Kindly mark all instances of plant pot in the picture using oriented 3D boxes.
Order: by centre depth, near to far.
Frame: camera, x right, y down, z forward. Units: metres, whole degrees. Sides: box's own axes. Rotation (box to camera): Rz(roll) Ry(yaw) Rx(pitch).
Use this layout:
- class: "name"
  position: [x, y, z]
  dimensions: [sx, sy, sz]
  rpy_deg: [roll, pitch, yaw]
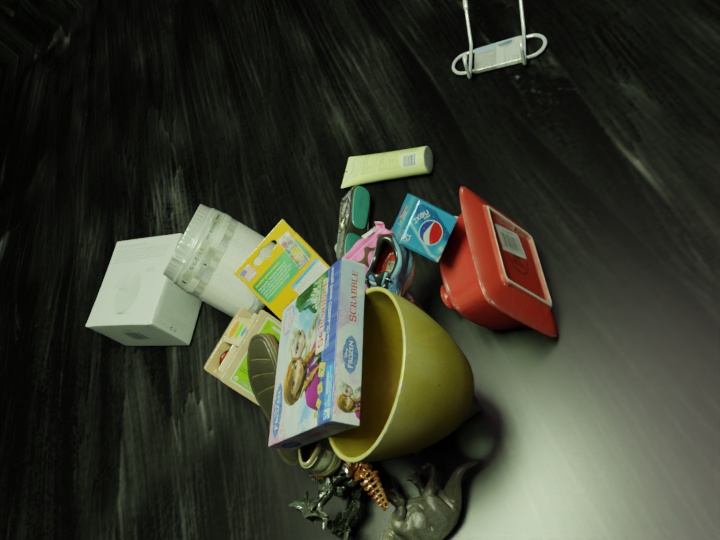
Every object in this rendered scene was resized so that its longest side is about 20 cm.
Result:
- class: "plant pot"
  position: [0.058, 0.138, 0.685]
  dimensions: [0.200, 0.139, 0.205]
  rpy_deg: [-44, 38, 48]

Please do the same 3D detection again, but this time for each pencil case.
- class: "pencil case"
  position: [0.000, 0.000, 0.930]
  dimensions: [0.088, 0.096, 0.200]
  rpy_deg: [9, 33, 24]

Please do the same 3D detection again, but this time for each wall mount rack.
- class: "wall mount rack"
  position: [0.273, -0.482, 1.121]
  dimensions: [0.194, 0.075, 0.179]
  rpy_deg: [-7, 60, 24]

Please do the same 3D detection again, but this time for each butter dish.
- class: "butter dish"
  position: [0.185, 0.012, 0.844]
  dimensions: [0.147, 0.197, 0.205]
  rpy_deg: [-33, 49, 37]

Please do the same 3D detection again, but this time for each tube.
- class: "tube"
  position: [0.050, -0.210, 1.110]
  dimensions: [0.195, 0.053, 0.058]
  rpy_deg: [-3, 20, 31]

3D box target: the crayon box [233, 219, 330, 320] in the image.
- class: "crayon box"
  position: [-0.110, 0.025, 0.972]
  dimensions: [0.126, 0.200, 0.052]
  rpy_deg: [-46, 16, -5]

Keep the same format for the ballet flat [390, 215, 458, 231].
- class: "ballet flat"
  position: [0.129, -0.075, 0.975]
  dimensions: [0.195, 0.064, 0.069]
  rpy_deg: [8, 61, 32]

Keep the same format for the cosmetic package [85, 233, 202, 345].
- class: "cosmetic package"
  position: [-0.446, 0.045, 1.183]
  dimensions: [0.194, 0.123, 0.206]
  rpy_deg: [-4, 63, 27]

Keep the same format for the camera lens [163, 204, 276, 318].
- class: "camera lens"
  position: [-0.248, -0.009, 1.040]
  dimensions: [0.161, 0.197, 0.162]
  rpy_deg: [-51, 19, 26]

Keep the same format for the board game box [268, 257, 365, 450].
- class: "board game box"
  position: [-0.060, 0.117, 0.730]
  dimensions: [0.199, 0.040, 0.206]
  rpy_deg: [-40, 41, 51]

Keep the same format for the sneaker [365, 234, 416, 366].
- class: "sneaker"
  position: [0.026, 0.040, 0.811]
  dimensions: [0.076, 0.090, 0.206]
  rpy_deg: [-3, 63, 25]

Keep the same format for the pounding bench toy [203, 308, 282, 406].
- class: "pounding bench toy"
  position: [-0.147, 0.174, 0.957]
  dimensions: [0.126, 0.199, 0.155]
  rpy_deg: [-59, 22, -16]

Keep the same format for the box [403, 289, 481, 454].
- class: "box"
  position: [0.076, 0.150, 0.848]
  dimensions: [0.126, 0.109, 0.202]
  rpy_deg: [-34, 53, 7]

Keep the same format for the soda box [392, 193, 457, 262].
- class: "soda box"
  position: [0.093, -0.070, 0.844]
  dimensions: [0.063, 0.200, 0.069]
  rpy_deg: [24, 99, -4]

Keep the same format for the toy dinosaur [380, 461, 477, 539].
- class: "toy dinosaur"
  position: [0.089, 0.338, 0.770]
  dimensions: [0.197, 0.077, 0.104]
  rpy_deg: [-31, 70, -5]

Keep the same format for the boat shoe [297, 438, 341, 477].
- class: "boat shoe"
  position: [-0.053, 0.189, 0.807]
  dimensions: [0.071, 0.063, 0.205]
  rpy_deg: [-13, 57, 22]

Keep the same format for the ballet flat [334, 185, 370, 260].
- class: "ballet flat"
  position: [-0.018, -0.064, 1.058]
  dimensions: [0.070, 0.072, 0.206]
  rpy_deg: [-8, 60, 24]

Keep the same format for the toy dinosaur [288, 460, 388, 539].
- class: "toy dinosaur"
  position: [-0.029, 0.305, 0.806]
  dimensions: [0.101, 0.200, 0.138]
  rpy_deg: [34, 71, -6]

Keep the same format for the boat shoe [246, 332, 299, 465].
- class: "boat shoe"
  position: [-0.117, 0.190, 0.853]
  dimensions: [0.071, 0.067, 0.206]
  rpy_deg: [-12, 95, 38]
